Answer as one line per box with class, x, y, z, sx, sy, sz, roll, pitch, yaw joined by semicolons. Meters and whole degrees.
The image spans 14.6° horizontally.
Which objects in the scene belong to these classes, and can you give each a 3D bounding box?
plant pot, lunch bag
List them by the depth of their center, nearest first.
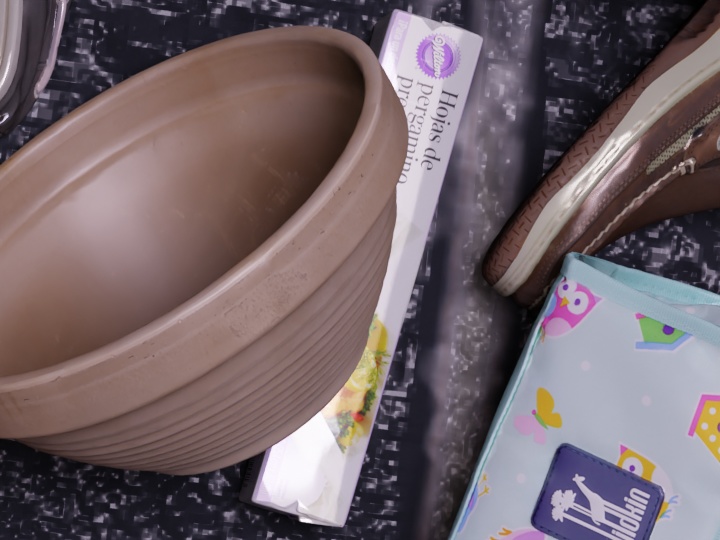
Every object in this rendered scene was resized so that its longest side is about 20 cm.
plant pot;-0.060;0.007;1.014;0.201;0.201;0.093;-38;118;-10
lunch bag;0.136;0.099;1.058;0.200;0.122;0.171;20;99;-8

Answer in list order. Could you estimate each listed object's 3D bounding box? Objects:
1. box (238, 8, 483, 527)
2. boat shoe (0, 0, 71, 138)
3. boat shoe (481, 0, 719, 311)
box;0.000;0.000;1.089;0.039;0.041;0.200;17;83;-10
boat shoe;-0.135;-0.147;1.071;0.067;0.057;0.200;9;81;11
boat shoe;0.135;-0.052;1.097;0.075;0.075;0.202;43;80;1
